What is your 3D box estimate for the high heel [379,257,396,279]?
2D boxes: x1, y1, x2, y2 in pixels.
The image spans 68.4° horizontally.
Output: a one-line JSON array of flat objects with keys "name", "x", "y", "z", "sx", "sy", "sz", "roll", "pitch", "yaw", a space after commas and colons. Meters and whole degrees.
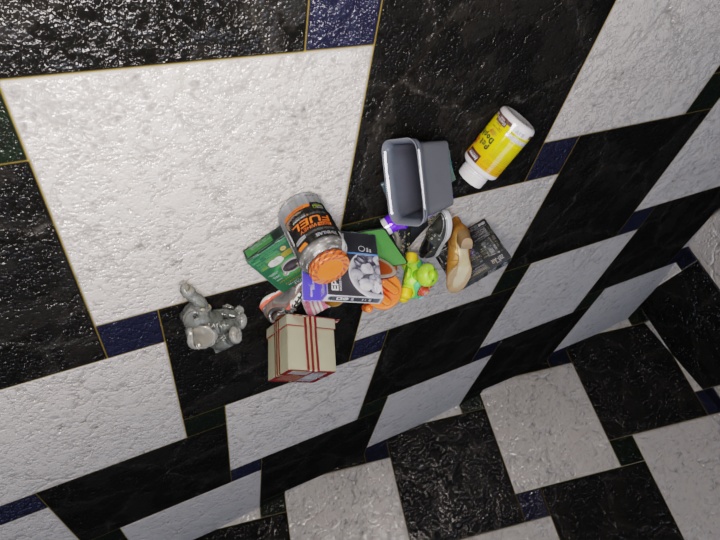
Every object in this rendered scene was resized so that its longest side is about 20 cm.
[{"name": "high heel", "x": 0.000, "y": 0.000, "z": 1.513, "sx": 0.197, "sy": 0.068, "sz": 0.096, "roll": 13, "pitch": 155, "yaw": -5}]

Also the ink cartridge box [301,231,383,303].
[{"name": "ink cartridge box", "x": -0.049, "y": -0.012, "z": 1.329, "sx": 0.196, "sy": 0.201, "sz": 0.044, "roll": 3, "pitch": 145, "yaw": -13}]

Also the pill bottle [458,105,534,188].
[{"name": "pill bottle", "x": 0.346, "y": -0.314, "z": 1.375, "sx": 0.108, "sy": 0.110, "sz": 0.201, "roll": 5, "pitch": 133, "yaw": -43}]

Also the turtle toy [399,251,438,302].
[{"name": "turtle toy", "x": 0.175, "y": 0.024, "z": 1.607, "sx": 0.099, "sy": 0.148, "sz": 0.200, "roll": 10, "pitch": 169, "yaw": -2}]

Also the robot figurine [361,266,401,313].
[{"name": "robot figurine", "x": 0.061, "y": 0.053, "z": 1.597, "sx": 0.114, "sy": 0.147, "sz": 0.200, "roll": -3, "pitch": -176, "yaw": -8}]

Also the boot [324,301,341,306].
[{"name": "boot", "x": -0.077, "y": 0.025, "z": 1.463, "sx": 0.071, "sy": 0.145, "sz": 0.200, "roll": -47, "pitch": -161, "yaw": -27}]

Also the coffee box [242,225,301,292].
[{"name": "coffee box", "x": -0.205, "y": -0.024, "z": 1.379, "sx": 0.122, "sy": 0.044, "sz": 0.200, "roll": -33, "pitch": 148, "yaw": 5}]

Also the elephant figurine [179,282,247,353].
[{"name": "elephant figurine", "x": -0.408, "y": 0.129, "z": 1.371, "sx": 0.198, "sy": 0.158, "sz": 0.140, "roll": 19, "pitch": 168, "yaw": -38}]

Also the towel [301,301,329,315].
[{"name": "towel", "x": -0.084, "y": 0.067, "z": 1.619, "sx": 0.198, "sy": 0.030, "sz": 0.147, "roll": -26, "pitch": 149, "yaw": -9}]

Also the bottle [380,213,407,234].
[{"name": "bottle", "x": 0.145, "y": -0.167, "z": 1.401, "sx": 0.198, "sy": 0.084, "sz": 0.065, "roll": -32, "pitch": 156, "yaw": 7}]

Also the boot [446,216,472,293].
[{"name": "boot", "x": 0.295, "y": -0.050, "z": 1.630, "sx": 0.069, "sy": 0.145, "sz": 0.204, "roll": 4, "pitch": 119, "yaw": -8}]

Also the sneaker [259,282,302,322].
[{"name": "sneaker", "x": -0.189, "y": 0.081, "z": 1.500, "sx": 0.199, "sy": 0.082, "sz": 0.077, "roll": -35, "pitch": 148, "yaw": 7}]

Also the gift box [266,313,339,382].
[{"name": "gift box", "x": -0.165, "y": 0.221, "z": 1.580, "sx": 0.182, "sy": 0.190, "sz": 0.199, "roll": 11, "pitch": 152, "yaw": -34}]

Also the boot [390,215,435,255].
[{"name": "boot", "x": 0.146, "y": -0.105, "z": 1.533, "sx": 0.153, "sy": 0.074, "sz": 0.204, "roll": -38, "pitch": 161, "yaw": -8}]

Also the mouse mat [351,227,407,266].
[{"name": "mouse mat", "x": 0.030, "y": -0.057, "z": 1.474, "sx": 0.158, "sy": 0.008, "sz": 0.200, "roll": -6, "pitch": 151, "yaw": 23}]

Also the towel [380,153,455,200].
[{"name": "towel", "x": 0.154, "y": -0.239, "z": 1.406, "sx": 0.198, "sy": 0.022, "sz": 0.147, "roll": -30, "pitch": 147, "yaw": 1}]

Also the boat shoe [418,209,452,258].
[{"name": "boat shoe", "x": 0.226, "y": -0.102, "z": 1.609, "sx": 0.056, "sy": 0.069, "sz": 0.201, "roll": -16, "pitch": 147, "yaw": -21}]

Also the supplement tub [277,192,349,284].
[{"name": "supplement tub", "x": -0.107, "y": -0.075, "z": 1.242, "sx": 0.121, "sy": 0.201, "sz": 0.123, "roll": -21, "pitch": 147, "yaw": -15}]

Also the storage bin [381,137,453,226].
[{"name": "storage bin", "x": 0.141, "y": -0.222, "z": 1.282, "sx": 0.133, "sy": 0.145, "sz": 0.204, "roll": -18, "pitch": 108, "yaw": -35}]

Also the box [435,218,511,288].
[{"name": "box", "x": 0.354, "y": -0.050, "z": 1.695, "sx": 0.198, "sy": 0.162, "sz": 0.044, "roll": -30, "pitch": 157, "yaw": -2}]
